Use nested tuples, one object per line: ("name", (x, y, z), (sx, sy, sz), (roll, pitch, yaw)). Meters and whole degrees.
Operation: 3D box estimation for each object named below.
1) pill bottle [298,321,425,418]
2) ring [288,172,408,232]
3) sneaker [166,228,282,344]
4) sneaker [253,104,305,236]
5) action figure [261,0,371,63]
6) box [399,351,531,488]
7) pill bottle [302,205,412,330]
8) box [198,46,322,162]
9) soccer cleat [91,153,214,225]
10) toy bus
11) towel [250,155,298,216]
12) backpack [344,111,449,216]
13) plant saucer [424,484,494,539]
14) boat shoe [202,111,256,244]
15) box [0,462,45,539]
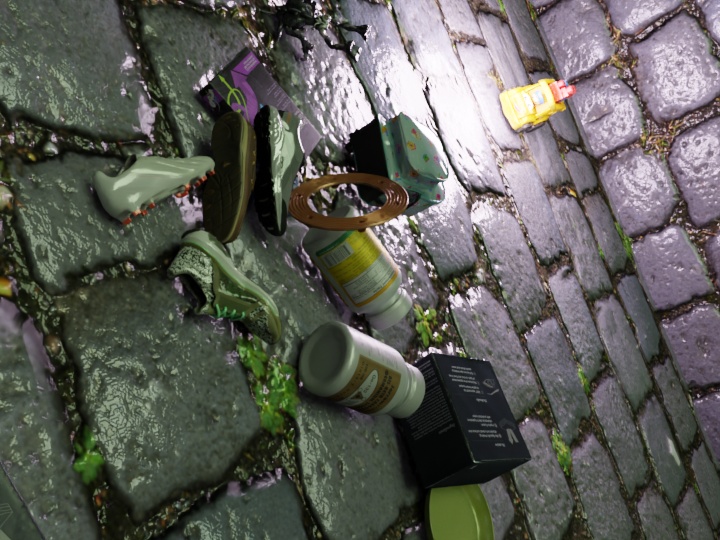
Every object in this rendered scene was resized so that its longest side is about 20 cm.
("pill bottle", (0.009, 0.165, 1.178), (0.200, 0.114, 0.115), (30, 48, -41))
("ring", (-0.021, -0.109, 1.214), (0.201, 0.199, 0.019), (-52, 147, -52))
("sneaker", (-0.193, 0.042, 1.032), (0.200, 0.077, 0.089), (48, 51, -16))
("sneaker", (-0.120, -0.154, 1.165), (0.079, 0.074, 0.202), (3, 87, -33))
("action figure", (-0.088, -0.459, 1.429), (0.199, 0.102, 0.119), (21, 77, 1))
("box", (0.172, 0.262, 1.311), (0.196, 0.117, 0.201), (15, 47, -49))
("pill bottle", (0.000, 0.000, 1.265), (0.200, 0.112, 0.113), (53, 36, -18))
("box", (-0.159, -0.256, 1.240), (0.200, 0.036, 0.143), (49, 39, -20))
("soccer cleat", (-0.273, -0.131, 1.017), (0.078, 0.069, 0.200), (57, 37, -6))
("toy bus", (0.531, -0.503, 2.211), (0.200, 0.191, 0.136), (-20, 88, -54))
("towel", (-0.164, -0.196, 1.245), (0.144, 0.024, 0.201), (20, 54, -44))
("backpack", (0.087, -0.204, 1.475), (0.200, 0.153, 0.177), (24, 46, -53))
("plant saucer", (0.168, 0.443, 1.304), (0.200, 0.031, 0.201), (32, 46, -40))
("boat shoe", (-0.185, -0.133, 1.116), (0.067, 0.072, 0.201), (28, 63, -58))
("box", (-0.392, 0.216, 0.592), (0.197, 0.117, 0.201), (-34, 97, -56))
